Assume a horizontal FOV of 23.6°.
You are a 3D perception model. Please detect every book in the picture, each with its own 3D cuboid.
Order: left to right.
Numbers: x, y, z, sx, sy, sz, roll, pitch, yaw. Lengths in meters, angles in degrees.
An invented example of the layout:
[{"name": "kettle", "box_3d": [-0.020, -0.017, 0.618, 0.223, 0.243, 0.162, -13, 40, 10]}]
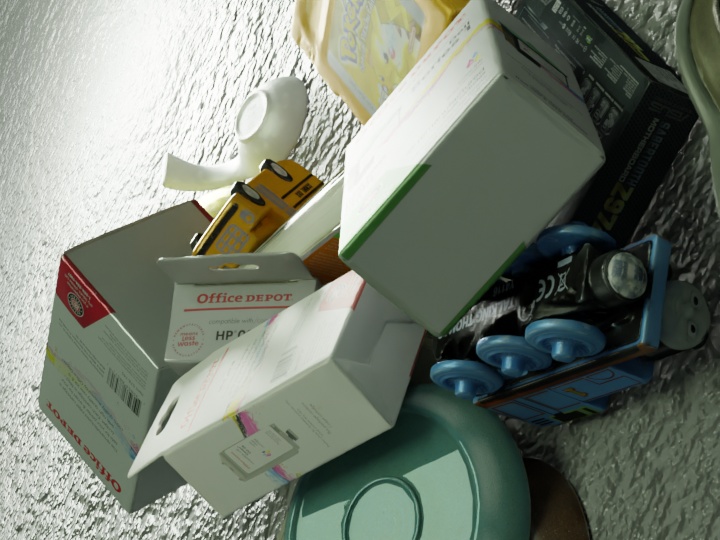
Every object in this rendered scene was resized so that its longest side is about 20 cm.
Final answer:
[{"name": "book", "box_3d": [0.000, 0.000, 1.293, 0.200, 0.133, 0.048, -38, 42, 50]}]

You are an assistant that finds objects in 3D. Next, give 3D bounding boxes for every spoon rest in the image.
[{"name": "spoon rest", "box_3d": [-0.116, -0.127, 1.718, 0.200, 0.060, 0.100, -24, 54, 42]}]

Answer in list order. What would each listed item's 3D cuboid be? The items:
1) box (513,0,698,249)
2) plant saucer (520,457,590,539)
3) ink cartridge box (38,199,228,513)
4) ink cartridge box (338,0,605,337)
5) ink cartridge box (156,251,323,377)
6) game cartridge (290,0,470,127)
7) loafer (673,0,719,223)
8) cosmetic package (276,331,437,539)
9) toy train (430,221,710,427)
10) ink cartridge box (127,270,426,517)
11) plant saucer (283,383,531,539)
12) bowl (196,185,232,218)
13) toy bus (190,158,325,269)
[{"name": "box", "box_3d": [0.136, -0.094, 1.165, 0.158, 0.051, 0.200, -62, 27, 20]}, {"name": "plant saucer", "box_3d": [0.078, 0.216, 1.114, 0.200, 0.034, 0.201, -45, 37, 47]}, {"name": "ink cartridge box", "box_3d": [-0.171, 0.074, 1.476, 0.145, 0.144, 0.200, 45, 140, 24]}, {"name": "ink cartridge box", "box_3d": [0.062, -0.071, 1.051, 0.145, 0.084, 0.200, -48, 14, 17]}, {"name": "ink cartridge box", "box_3d": [-0.071, 0.059, 1.298, 0.115, 0.200, 0.068, -3, 64, 17]}, {"name": "game cartridge", "box_3d": [0.011, -0.190, 1.325, 0.200, 0.032, 0.177, 51, 147, 33]}, {"name": "loafer", "box_3d": [0.230, -0.091, 0.961, 0.070, 0.075, 0.201, -35, 48, 36]}, {"name": "cosmetic package", "box_3d": [0.016, 0.138, 1.244, 0.104, 0.073, 0.201, 37, 109, 64]}, {"name": "toy train", "box_3d": [0.124, 0.034, 1.036, 0.200, 0.114, 0.087, -29, 47, 57]}, {"name": "ink cartridge box", "box_3d": [-0.057, 0.088, 1.170, 0.200, 0.068, 0.117, -30, 21, 32]}, {"name": "plant saucer", "box_3d": [0.020, 0.167, 1.112, 0.200, 0.027, 0.201, -18, 61, 36]}, {"name": "bowl", "box_3d": [-0.149, 0.004, 1.628, 0.200, 0.107, 0.201, -42, 40, 48]}, {"name": "toy bus", "box_3d": [-0.075, -0.038, 1.427, 0.065, 0.078, 0.200, -51, 1, 16]}]
